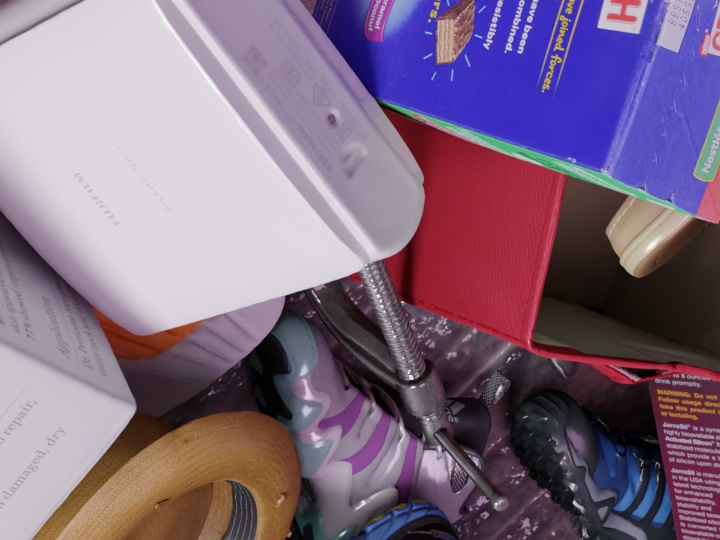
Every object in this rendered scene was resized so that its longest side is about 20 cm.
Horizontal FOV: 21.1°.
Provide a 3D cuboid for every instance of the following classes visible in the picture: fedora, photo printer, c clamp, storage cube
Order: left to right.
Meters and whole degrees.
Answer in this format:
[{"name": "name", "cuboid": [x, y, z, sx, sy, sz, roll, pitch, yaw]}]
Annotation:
[{"name": "fedora", "cuboid": [-0.120, 0.134, 0.936, 0.200, 0.082, 0.201, -33, 145, -27]}, {"name": "photo printer", "cuboid": [-0.090, -0.055, 0.830, 0.167, 0.199, 0.070, 52, 51, -20]}, {"name": "c clamp", "cuboid": [0.000, 0.000, 0.915, 0.027, 0.171, 0.201, -32, 120, -14]}, {"name": "storage cube", "cuboid": [0.119, -0.055, 0.933, 0.170, 0.180, 0.201, 10, 95, -30]}]

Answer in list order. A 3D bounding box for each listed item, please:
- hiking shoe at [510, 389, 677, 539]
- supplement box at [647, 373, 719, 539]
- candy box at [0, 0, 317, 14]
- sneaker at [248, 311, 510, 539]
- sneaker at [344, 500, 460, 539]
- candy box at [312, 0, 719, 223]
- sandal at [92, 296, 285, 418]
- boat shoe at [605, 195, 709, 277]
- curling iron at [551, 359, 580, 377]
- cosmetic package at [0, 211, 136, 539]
[{"name": "hiking shoe", "cuboid": [0.156, 0.118, 1.165, 0.087, 0.074, 0.200, -44, 137, -7]}, {"name": "supplement box", "cuboid": [0.233, 0.093, 1.122, 0.110, 0.085, 0.201, -51, 135, -46]}, {"name": "candy box", "cuboid": [-0.085, -0.106, 0.931, 0.199, 0.026, 0.103, 8, 120, -28]}, {"name": "sneaker", "cuboid": [0.020, 0.080, 1.073, 0.139, 0.078, 0.201, -23, 136, -12]}, {"name": "sneaker", "cuboid": [-0.010, 0.193, 0.996, 0.199, 0.083, 0.071, -30, 160, -36]}, {"name": "candy box", "cuboid": [0.080, -0.130, 0.779, 0.077, 0.200, 0.170, 16, 96, -39]}, {"name": "sandal", "cuboid": [-0.133, 0.049, 0.986, 0.206, 0.059, 0.079, -40, 101, -7]}, {"name": "boat shoe", "cuboid": [0.156, -0.087, 0.813, 0.200, 0.064, 0.071, -53, 171, -12]}, {"name": "curling iron", "cuboid": [0.094, -0.010, 1.074, 0.049, 0.026, 0.201, -27, 128, -6]}, {"name": "cosmetic package", "cuboid": [-0.241, 0.037, 0.860, 0.200, 0.168, 0.167, 32, 105, -35]}]
